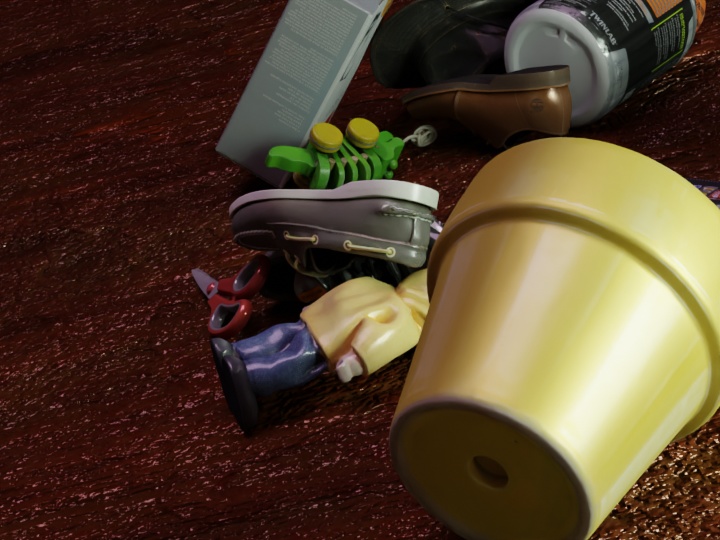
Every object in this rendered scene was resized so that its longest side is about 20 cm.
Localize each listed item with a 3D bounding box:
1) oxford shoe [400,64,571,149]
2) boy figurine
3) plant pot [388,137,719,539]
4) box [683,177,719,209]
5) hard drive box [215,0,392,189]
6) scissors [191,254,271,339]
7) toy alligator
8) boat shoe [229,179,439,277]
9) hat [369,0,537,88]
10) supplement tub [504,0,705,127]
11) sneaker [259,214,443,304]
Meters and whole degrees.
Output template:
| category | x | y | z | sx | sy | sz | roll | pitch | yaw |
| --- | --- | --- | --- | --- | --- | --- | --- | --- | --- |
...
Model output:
| category | x | y | z | sx | sy | sz | roll | pitch | yaw |
| --- | --- | --- | --- | --- | --- | --- | --- | --- | --- |
| oxford shoe | 0.111 | -0.145 | 1.824 | 0.071 | 0.072 | 0.199 | -18 | 14 | -38 |
| boy figurine | -0.007 | 0.046 | 1.432 | 0.199 | 0.065 | 0.124 | -19 | 21 | -14 |
| plant pot | 0.112 | 0.057 | 1.177 | 0.200 | 0.202 | 0.189 | 2 | 42 | 35 |
| box | 0.190 | -0.011 | 1.475 | 0.199 | 0.045 | 0.160 | -31 | 27 | -36 |
| hard drive box | -0.045 | -0.201 | 1.879 | 0.076 | 0.201 | 0.156 | 30 | 30 | 0 |
| scissors | -0.120 | 0.023 | 1.615 | 0.074 | 0.014 | 0.200 | -65 | 21 | -12 |
| toy alligator | 0.005 | -0.099 | 1.808 | 0.199 | 0.059 | 0.054 | -10 | 51 | -37 |
| boat shoe | -0.027 | -0.028 | 1.486 | 0.201 | 0.061 | 0.072 | -4 | -13 | 44 |
| hat | 0.113 | -0.200 | 1.927 | 0.199 | 0.201 | 0.081 | -14 | 65 | -7 |
| supplement tub | 0.234 | -0.223 | 1.869 | 0.122 | 0.123 | 0.200 | 5 | 28 | 40 |
| sneaker | 0.000 | 0.000 | 1.546 | 0.199 | 0.074 | 0.079 | -2 | 33 | 44 |
